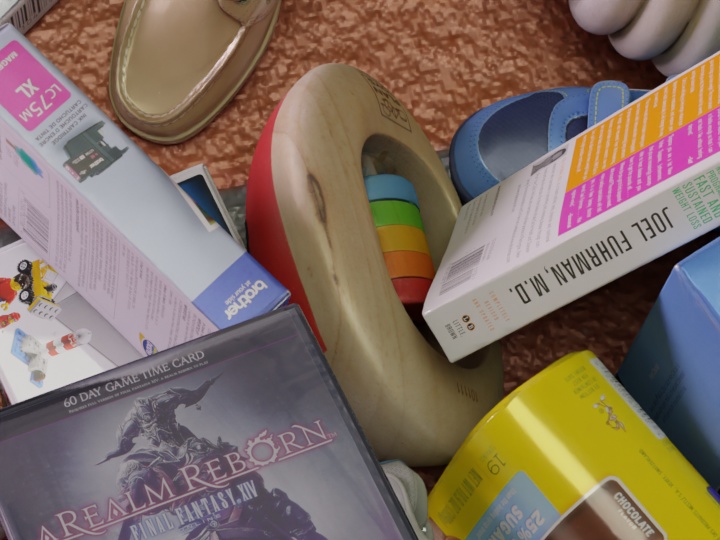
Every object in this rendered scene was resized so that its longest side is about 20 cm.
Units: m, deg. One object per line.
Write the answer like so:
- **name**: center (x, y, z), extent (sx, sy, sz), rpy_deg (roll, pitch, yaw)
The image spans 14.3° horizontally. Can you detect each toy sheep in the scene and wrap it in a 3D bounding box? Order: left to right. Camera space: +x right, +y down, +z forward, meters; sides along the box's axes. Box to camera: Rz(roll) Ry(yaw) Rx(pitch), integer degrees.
- **toy sheep**: center (0.168, -0.151, 1.325), extent (0.199, 0.138, 0.138), rpy_deg (13, 70, -7)

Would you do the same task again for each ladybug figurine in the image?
- **ladybug figurine**: center (0.000, 0.000, 1.267), extent (0.072, 0.136, 0.200), rpy_deg (-28, 58, 26)

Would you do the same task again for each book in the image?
- **book**: center (0.124, -0.039, 1.205), extent (0.200, 0.134, 0.048), rpy_deg (-28, 103, 19)

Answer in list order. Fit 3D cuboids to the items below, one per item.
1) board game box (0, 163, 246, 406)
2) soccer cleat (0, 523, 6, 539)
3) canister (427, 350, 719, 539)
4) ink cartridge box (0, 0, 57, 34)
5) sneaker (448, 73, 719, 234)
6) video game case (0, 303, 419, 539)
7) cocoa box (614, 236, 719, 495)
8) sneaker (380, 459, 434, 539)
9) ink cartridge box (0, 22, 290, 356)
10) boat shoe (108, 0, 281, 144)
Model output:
- **board game box**: center (-0.085, 0.065, 1.275), extent (0.126, 0.035, 0.200), rpy_deg (-23, 74, -11)
- **soccer cleat**: center (-0.217, 0.042, 1.266), extent (0.076, 0.067, 0.200), rpy_deg (-18, 65, -41)
- **canister**: center (0.120, 0.147, 1.205), extent (0.086, 0.149, 0.200), rpy_deg (-33, 74, -30)
- **ink cartridge box**: center (-0.202, -0.210, 1.359), extent (0.200, 0.043, 0.198), rpy_deg (40, 73, 10)
- **sneaker**: center (0.141, -0.055, 1.312), extent (0.199, 0.082, 0.074), rpy_deg (2, 73, -3)
- **video game case**: center (-0.049, 0.116, 1.080), extent (0.143, 0.019, 0.200), rpy_deg (-20, 61, -14)
- **cocoa box**: center (0.201, 0.049, 1.217), extent (0.133, 0.200, 0.131), rpy_deg (-31, 75, -15)
- **sneaker**: center (-0.017, 0.112, 1.191), extent (0.200, 0.075, 0.087), rpy_deg (23, 81, 16)
- **ink cartridge box**: center (-0.093, -0.006, 1.217), extent (0.042, 0.119, 0.200), rpy_deg (-41, 79, -18)
- **boat shoe**: center (-0.061, -0.152, 1.309), extent (0.072, 0.065, 0.200), rpy_deg (30, 95, 7)
